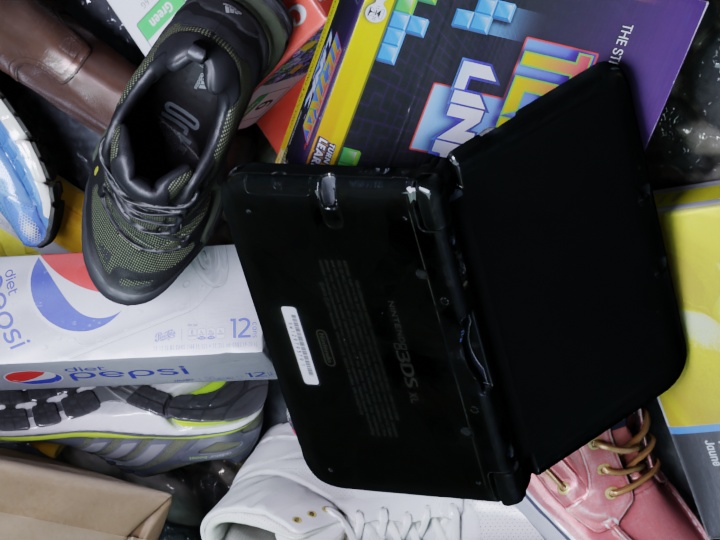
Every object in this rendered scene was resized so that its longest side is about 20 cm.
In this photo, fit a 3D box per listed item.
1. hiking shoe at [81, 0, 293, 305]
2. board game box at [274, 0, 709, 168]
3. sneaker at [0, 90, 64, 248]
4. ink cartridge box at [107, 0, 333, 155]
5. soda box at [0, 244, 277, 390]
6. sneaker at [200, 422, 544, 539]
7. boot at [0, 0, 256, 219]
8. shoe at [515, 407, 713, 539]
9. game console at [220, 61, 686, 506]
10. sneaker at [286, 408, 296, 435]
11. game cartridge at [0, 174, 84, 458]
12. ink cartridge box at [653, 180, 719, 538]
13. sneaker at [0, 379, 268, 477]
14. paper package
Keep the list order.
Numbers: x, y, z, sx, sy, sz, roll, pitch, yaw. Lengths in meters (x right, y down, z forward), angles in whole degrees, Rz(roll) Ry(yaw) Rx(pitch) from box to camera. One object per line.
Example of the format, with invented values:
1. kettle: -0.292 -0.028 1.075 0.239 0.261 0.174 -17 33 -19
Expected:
1. hiking shoe: -0.106 -0.055 1.400 0.076 0.101 0.200 30 125 9
2. board game box: 0.056 -0.077 1.378 0.165 0.057 0.200 12 120 -15
3. sneaker: -0.244 -0.085 1.565 0.089 0.079 0.200 -42 88 -1
4. ink cartridge box: -0.055 -0.127 1.438 0.109 0.050 0.200 -41 78 35
5. soda box: -0.145 0.027 1.554 0.199 0.068 0.064 -3 75 8
6. sneaker: 0.011 0.151 1.568 0.200 0.116 0.074 8 120 23
7. boot: -0.139 -0.105 1.477 0.200 0.186 0.064 38 87 7
8. shoe: 0.130 0.101 1.500 0.200 0.071 0.091 41 136 6
9. game console: 0.049 0.005 1.387 0.176 0.116 0.200 3 129 26
10. sneaker: 0.000 0.000 1.508 0.075 0.081 0.200 29 113 27
11. game cartridge: -0.233 -0.003 1.657 0.200 0.032 0.176 31 128 6
12. ink cartridge box: 0.241 0.041 1.424 0.200 0.047 0.198 -8 114 34
13. sneaker: -0.149 0.086 1.617 0.199 0.074 0.081 3 141 7
14. paper package: -0.232 0.147 1.579 0.200 0.190 0.104 5 84 61
